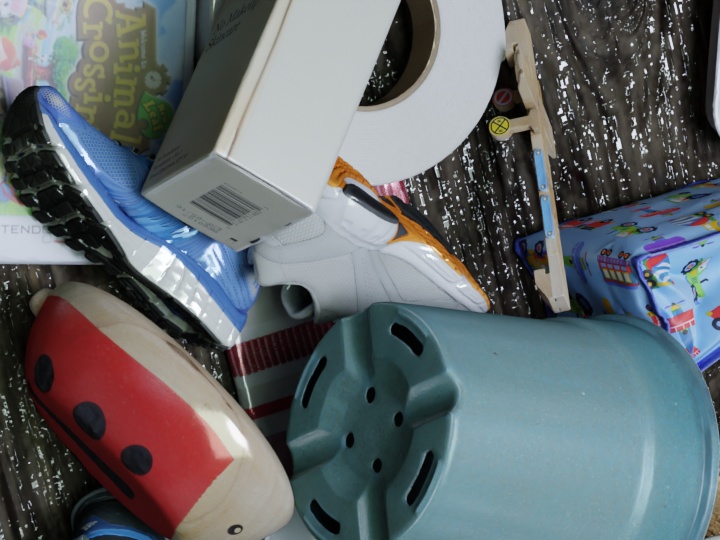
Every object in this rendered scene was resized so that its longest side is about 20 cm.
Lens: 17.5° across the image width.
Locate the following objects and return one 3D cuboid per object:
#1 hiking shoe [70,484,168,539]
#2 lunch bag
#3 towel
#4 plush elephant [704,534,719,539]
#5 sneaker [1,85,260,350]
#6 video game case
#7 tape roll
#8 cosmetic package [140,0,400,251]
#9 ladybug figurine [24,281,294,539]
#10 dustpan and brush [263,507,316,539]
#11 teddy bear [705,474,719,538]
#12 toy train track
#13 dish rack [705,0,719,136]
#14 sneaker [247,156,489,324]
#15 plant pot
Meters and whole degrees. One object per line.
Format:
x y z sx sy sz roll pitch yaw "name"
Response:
-0.115 0.224 1.413 0.074 0.087 0.200 -33 106 17 "hiking shoe"
0.229 -0.017 1.538 0.199 0.150 0.094 -28 107 -22 "lunch bag"
-0.023 0.026 1.487 0.144 0.023 0.201 -17 102 -23 "towel"
0.200 0.240 1.496 0.164 0.200 0.156 -13 80 -9 "plush elephant"
-0.129 -0.043 1.381 0.200 0.078 0.089 46 65 -30 "sneaker"
-0.185 -0.104 1.390 0.181 0.022 0.201 0 95 -27 "video game case"
-0.005 -0.151 1.456 0.202 0.037 0.204 1 88 -23 "tape roll"
-0.042 -0.121 1.342 0.073 0.103 0.201 30 64 -21 "cosmetic package"
-0.126 0.090 1.365 0.200 0.136 0.072 43 66 8 "ladybug figurine"
-0.009 0.136 1.470 0.139 0.057 0.201 -18 129 -36 "dustpan and brush"
0.188 0.209 1.596 0.144 0.067 0.201 16 94 -18 "teddy bear"
0.104 -0.067 1.490 0.032 0.115 0.201 -12 64 11 "toy train track"
0.321 -0.163 1.631 0.199 0.043 0.173 2 93 -27 "dish rack"
0.000 0.000 1.435 0.092 0.076 0.200 -45 140 10 "sneaker"
0.075 0.107 1.387 0.196 0.200 0.201 14 89 -40 "plant pot"
